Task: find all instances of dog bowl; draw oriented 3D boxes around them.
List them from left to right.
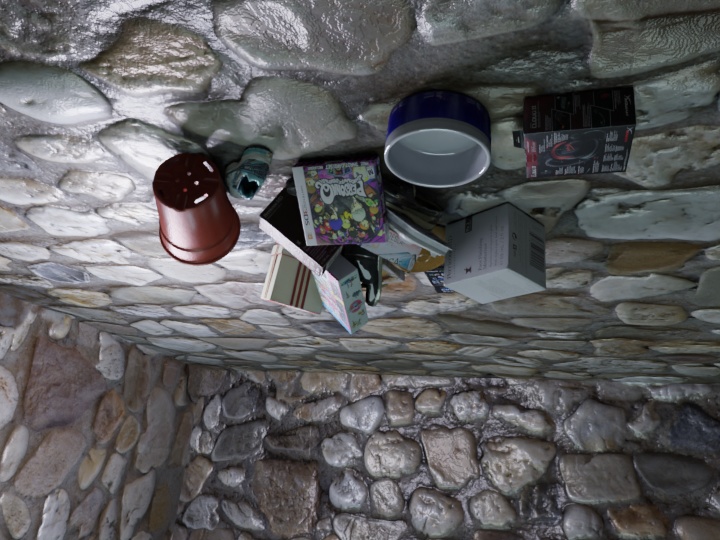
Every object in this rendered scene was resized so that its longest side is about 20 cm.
[{"bbox_3d":[0.143,-0.237,1.081,0.194,0.081,0.201,5,160,2],"label":"dog bowl"}]

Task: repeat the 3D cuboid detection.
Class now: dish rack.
[{"bbox_3d":[0.112,-0.093,1.352,0.171,0.044,0.198,42,-167,35],"label":"dish rack"}]

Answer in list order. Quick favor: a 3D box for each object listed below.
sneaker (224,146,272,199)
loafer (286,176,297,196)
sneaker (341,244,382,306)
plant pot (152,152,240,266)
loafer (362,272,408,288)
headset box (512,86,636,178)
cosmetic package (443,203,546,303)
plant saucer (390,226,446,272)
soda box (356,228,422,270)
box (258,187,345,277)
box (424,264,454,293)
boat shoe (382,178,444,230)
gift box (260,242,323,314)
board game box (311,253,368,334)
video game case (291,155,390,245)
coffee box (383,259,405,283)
[{"bbox_3d":[-0.260,-0.196,1.296,0.076,0.089,0.199,16,157,-23],"label":"sneaker"},{"bbox_3d":[-0.076,-0.171,1.327,0.194,0.074,0.073,5,161,5],"label":"loafer"},{"bbox_3d":[0.000,0.000,1.502,0.103,0.205,0.075,-3,-154,-10],"label":"sneaker"},{"bbox_3d":[-0.380,-0.147,1.335,0.195,0.206,0.197,7,152,-3],"label":"plant pot"},{"bbox_3d":[0.072,0.016,1.779,0.196,0.069,0.075,-11,154,39],"label":"loafer"},{"bbox_3d":[0.367,-0.235,1.025,0.194,0.077,0.149,-1,158,19],"label":"headset box"},{"bbox_3d":[0.328,-0.034,1.432,0.163,0.169,0.198,22,153,-36],"label":"cosmetic package"},{"bbox_3d":[0.165,-0.046,1.557,0.194,0.036,0.202,-7,150,-4],"label":"plant saucer"},{"bbox_3d":[0.060,-0.067,1.400,0.198,0.070,0.063,24,-173,-44],"label":"soda box"},{"bbox_3d":[-0.138,-0.091,1.394,0.198,0.101,0.075,38,159,6],"label":"box"},{"bbox_3d":[0.298,0.010,1.725,0.195,0.051,0.198,-3,158,22],"label":"box"},{"bbox_3d":[0.102,-0.165,1.310,0.198,0.073,0.066,30,121,-21],"label":"boat shoe"},{"bbox_3d":[-0.168,0.014,1.668,0.181,0.192,0.199,17,172,-23],"label":"gift box"},{"bbox_3d":[-0.057,0.044,1.503,0.147,0.064,0.203,41,156,40],"label":"board game box"},{"bbox_3d":[-0.042,-0.148,1.274,0.194,0.036,0.186,0,114,19],"label":"video game case"},{"bbox_3d":[0.038,-0.033,1.642,0.110,0.082,0.199,-6,156,29],"label":"coffee box"}]
